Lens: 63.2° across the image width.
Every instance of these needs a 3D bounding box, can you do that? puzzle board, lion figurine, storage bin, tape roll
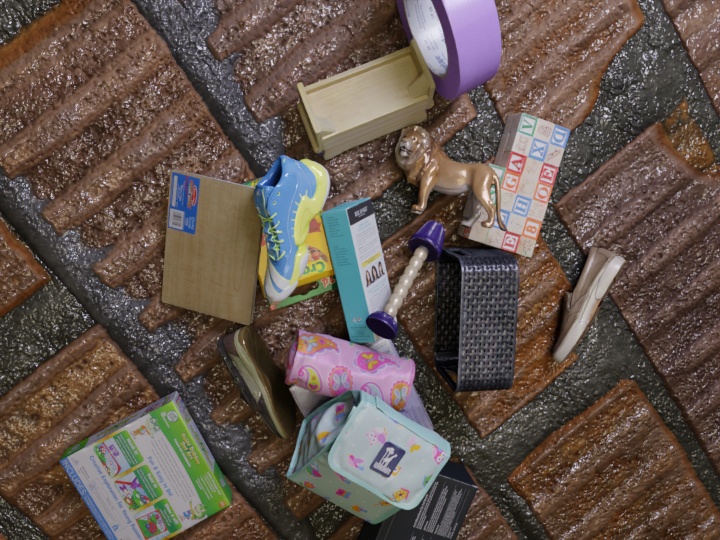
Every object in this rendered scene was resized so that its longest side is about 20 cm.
[{"bbox_3d":[-0.217,-0.033,0.861,0.146,0.017,0.206,13,107,9],"label":"puzzle board"},{"bbox_3d":[0.140,-0.138,0.882,0.194,0.072,0.126,16,89,8],"label":"lion figurine"},{"bbox_3d":[0.176,0.072,0.913,0.090,0.135,0.207,0,100,-8],"label":"storage bin"},{"bbox_3d":[0.114,-0.343,0.795,0.064,0.200,0.205,-26,103,-3],"label":"tape roll"}]

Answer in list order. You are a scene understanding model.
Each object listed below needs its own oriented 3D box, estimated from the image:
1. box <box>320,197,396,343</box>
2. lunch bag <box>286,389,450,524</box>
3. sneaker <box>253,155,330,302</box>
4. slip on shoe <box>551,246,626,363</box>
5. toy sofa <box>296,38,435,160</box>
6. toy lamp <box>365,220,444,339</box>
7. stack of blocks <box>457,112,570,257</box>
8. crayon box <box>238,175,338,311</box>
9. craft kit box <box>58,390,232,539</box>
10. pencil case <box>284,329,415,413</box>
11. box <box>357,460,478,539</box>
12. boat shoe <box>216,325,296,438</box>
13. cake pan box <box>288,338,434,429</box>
[{"bbox_3d":[0.000,0.000,0.895,0.048,0.082,0.206,-6,104,30],"label":"box"},{"bbox_3d":[0.012,0.260,0.840,0.168,0.124,0.200,33,133,-15],"label":"lunch bag"},{"bbox_3d":[-0.117,-0.064,0.809,0.103,0.075,0.206,21,85,-40],"label":"sneaker"},{"bbox_3d":[0.369,0.058,0.985,0.060,0.075,0.204,32,105,26],"label":"slip on shoe"},{"bbox_3d":[0.008,-0.249,0.866,0.195,0.098,0.085,-22,78,-4],"label":"toy sofa"},{"bbox_3d":[0.075,0.008,0.887,0.058,0.058,0.203,37,62,-14],"label":"toy lamp"},{"bbox_3d":[0.239,-0.137,0.925,0.112,0.059,0.206,15,98,-11],"label":"stack of blocks"},{"bbox_3d":[-0.108,-0.047,0.890,0.123,0.051,0.206,-18,103,-6],"label":"crayon box"},{"bbox_3d":[-0.333,0.327,0.926,0.193,0.049,0.205,-25,103,-1],"label":"craft kit box"},{"bbox_3d":[-0.015,0.152,0.877,0.194,0.087,0.090,15,98,-11],"label":"pencil case"},{"bbox_3d":[0.092,0.419,0.993,0.138,0.079,0.205,20,97,-15],"label":"box"},{"bbox_3d":[-0.160,0.178,0.918,0.063,0.074,0.205,-13,112,19],"label":"boat shoe"},{"bbox_3d":[0.000,0.216,0.956,0.181,0.052,0.204,-29,104,-5],"label":"cake pan box"}]
